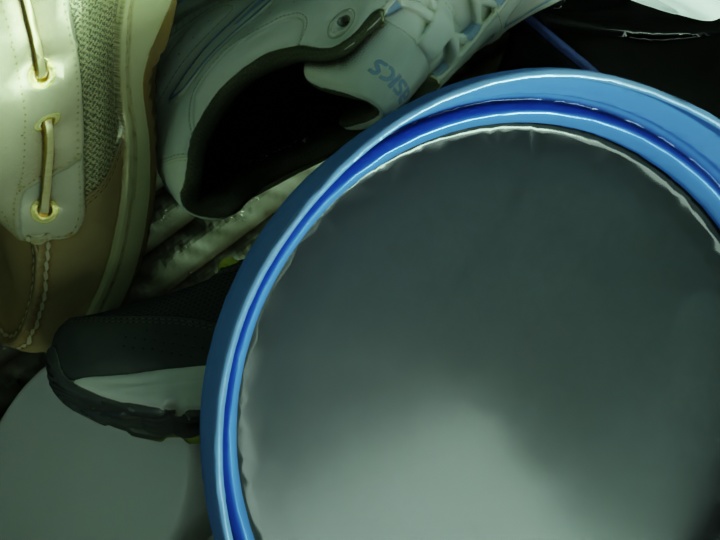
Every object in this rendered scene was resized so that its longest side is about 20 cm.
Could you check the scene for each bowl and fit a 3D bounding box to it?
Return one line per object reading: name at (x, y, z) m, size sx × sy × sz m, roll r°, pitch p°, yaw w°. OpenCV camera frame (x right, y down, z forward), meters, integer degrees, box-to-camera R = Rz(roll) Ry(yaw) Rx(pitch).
bowl at (0.048, 0.043, 0.803) m, size 0.199 × 0.039 × 0.202 m, roll -2°, pitch 97°, yaw -20°

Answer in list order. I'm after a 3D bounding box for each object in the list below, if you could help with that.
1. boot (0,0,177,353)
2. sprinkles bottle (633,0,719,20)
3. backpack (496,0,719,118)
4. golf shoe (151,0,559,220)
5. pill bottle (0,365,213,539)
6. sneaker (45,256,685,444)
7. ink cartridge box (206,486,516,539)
boot at (-0.135, -0.044, 0.801) m, size 0.155 × 0.073 × 0.201 m, roll -12°, pitch 140°, yaw -25°
sprinkles bottle at (0.102, -0.171, 0.760) m, size 0.068 × 0.068 × 0.201 m, roll 18°, pitch 95°, yaw -47°
backpack at (0.147, -0.024, 0.968) m, size 0.199 × 0.183 × 0.148 m, roll -20°, pitch 143°, yaw -38°
golf shoe at (0.022, -0.078, 0.827) m, size 0.199 × 0.097 × 0.078 m, roll -33°, pitch 121°, yaw 19°
pill bottle at (-0.030, 0.096, 0.974) m, size 0.116 × 0.116 × 0.200 m, roll -52°, pitch 139°, yaw 11°
sneaker at (0.000, 0.000, 0.858) m, size 0.199 × 0.085 × 0.074 m, roll -10°, pitch 172°, yaw -14°
ink cartridge box at (-0.022, 0.162, 0.871) m, size 0.200 × 0.083 × 0.146 m, roll -38°, pitch 125°, yaw -18°
